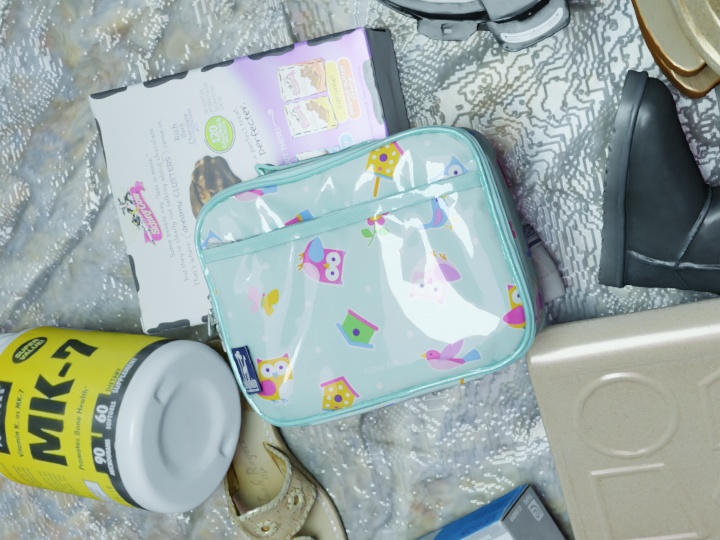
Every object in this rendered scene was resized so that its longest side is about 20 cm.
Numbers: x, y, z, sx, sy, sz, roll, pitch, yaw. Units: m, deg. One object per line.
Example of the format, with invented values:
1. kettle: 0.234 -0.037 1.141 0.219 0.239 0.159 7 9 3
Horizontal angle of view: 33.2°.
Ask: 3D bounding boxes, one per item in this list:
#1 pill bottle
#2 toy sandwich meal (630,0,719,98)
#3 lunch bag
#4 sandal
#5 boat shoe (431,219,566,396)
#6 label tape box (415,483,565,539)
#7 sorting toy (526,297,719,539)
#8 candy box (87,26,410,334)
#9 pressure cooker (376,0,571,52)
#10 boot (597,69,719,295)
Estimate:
1. pill bottle: -0.193 0.098 0.836 0.199 0.114 0.115 3 101 32
2. toy sandwich meal: 0.257 -0.173 0.708 0.204 0.070 0.206 0 83 0
3. lunch bag: 0.000 0.000 0.731 0.199 0.077 0.161 -17 96 15
4. sandal: -0.076 0.152 0.855 0.077 0.070 0.212 -21 94 18
5. boat shoe: 0.048 0.050 0.807 0.200 0.071 0.070 -36 87 11
6. label tape box: 0.104 0.267 0.819 0.144 0.063 0.200 -34 89 29
7. sorting toy: 0.216 0.111 0.770 0.184 0.037 0.201 -11 112 16
8. candy box: -0.064 -0.059 0.814 0.199 0.072 0.168 -10 97 16
9. pressure cooker: 0.063 -0.222 0.684 0.175 0.200 0.179 23 104 11
10. boot: 0.246 -0.040 0.708 0.199 0.066 0.165 10 143 17
